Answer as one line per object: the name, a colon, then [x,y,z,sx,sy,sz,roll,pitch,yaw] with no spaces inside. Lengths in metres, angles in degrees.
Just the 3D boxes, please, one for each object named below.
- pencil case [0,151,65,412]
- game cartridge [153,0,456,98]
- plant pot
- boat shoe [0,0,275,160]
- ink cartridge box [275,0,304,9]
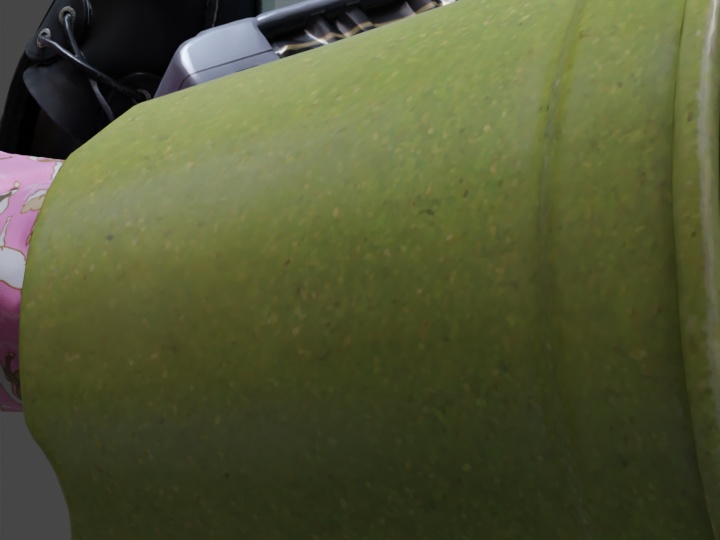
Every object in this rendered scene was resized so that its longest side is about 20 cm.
pencil case: [-0.136,-0.005,0.902,0.199,0.083,0.086,10,18,41]
game cartridge: [-0.008,-0.051,1.004,0.199,0.134,0.041,-20,60,-39]
plant pot: [0.032,0.016,0.626,0.183,0.201,0.200,-6,9,28]
boat shoe: [-0.093,-0.062,0.990,0.066,0.075,0.199,-32,-13,-40]
ink cartridge box: [0.003,-0.100,1.170,0.199,0.145,0.145,1,13,7]
